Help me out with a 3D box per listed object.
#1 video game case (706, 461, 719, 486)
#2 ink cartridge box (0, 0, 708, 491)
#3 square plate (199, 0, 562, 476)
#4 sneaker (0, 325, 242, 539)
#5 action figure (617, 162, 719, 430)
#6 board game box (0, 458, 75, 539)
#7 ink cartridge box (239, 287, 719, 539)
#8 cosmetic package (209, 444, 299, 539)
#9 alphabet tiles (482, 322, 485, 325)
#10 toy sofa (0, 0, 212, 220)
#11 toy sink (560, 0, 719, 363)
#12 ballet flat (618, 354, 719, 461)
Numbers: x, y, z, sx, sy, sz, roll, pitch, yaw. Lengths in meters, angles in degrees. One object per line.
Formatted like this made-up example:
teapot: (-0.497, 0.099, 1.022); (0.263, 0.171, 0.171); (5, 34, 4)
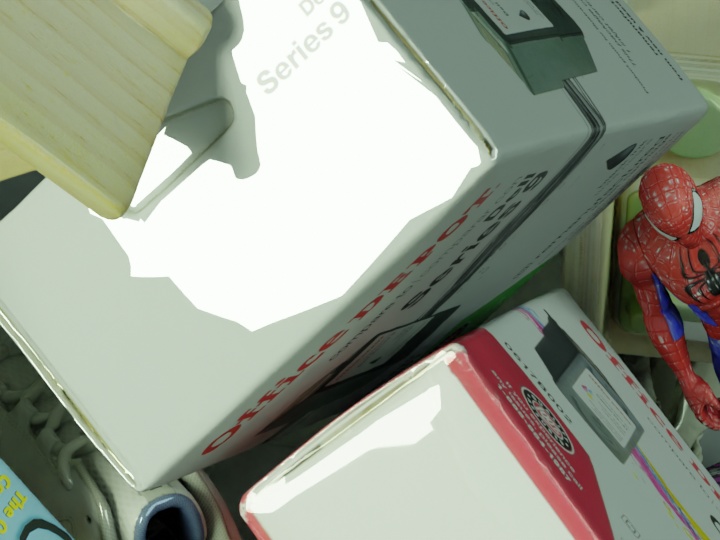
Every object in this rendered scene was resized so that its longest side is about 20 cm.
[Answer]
video game case: (0.150, 0.163, 0.994); (0.200, 0.036, 0.183); (-10, 95, -65)
ink cartridge box: (0.000, -0.024, 0.773); (0.084, 0.146, 0.200); (50, 22, 10)
square plate: (0.000, 0.000, 0.943); (0.197, 0.028, 0.201); (-2, 85, -44)
sneaker: (-0.075, 0.059, 0.780); (0.074, 0.087, 0.200); (-29, 71, -24)
action figure: (0.137, 0.022, 0.896); (0.200, 0.065, 0.052); (49, 26, -46)
board game box: (-0.177, 0.061, 0.693); (0.200, 0.103, 0.105); (51, 47, -20)
ink cartridge box: (0.058, 0.091, 0.802); (0.148, 0.086, 0.200); (53, 14, 4)
cosmetic package: (0.015, 0.145, 0.888); (0.200, 0.050, 0.083); (42, 61, -33)
alphabet tiles: (0.023, -0.061, 1.009); (0.199, 0.015, 0.197); (12, 74, -44)
toy sofa: (-0.132, -0.058, 0.713); (0.083, 0.199, 0.098); (37, 58, -31)
toy sink: (0.140, -0.042, 0.978); (0.200, 0.111, 0.131); (-73, 165, -50)
ballet flat: (0.132, 0.017, 1.068); (0.072, 0.072, 0.201); (42, 49, -29)
